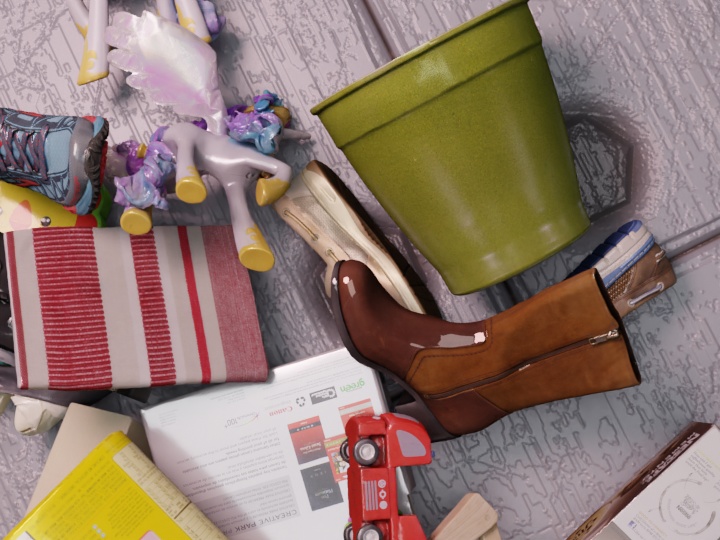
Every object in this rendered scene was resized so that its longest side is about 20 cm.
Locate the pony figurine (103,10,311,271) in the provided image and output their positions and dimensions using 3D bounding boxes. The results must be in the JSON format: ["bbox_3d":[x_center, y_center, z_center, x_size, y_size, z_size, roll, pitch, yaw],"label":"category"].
[{"bbox_3d":[-0.138,-0.099,1.143,0.192,0.201,0.167,16,125,-8],"label":"pony figurine"}]

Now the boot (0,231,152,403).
[{"bbox_3d":[-0.246,0.004,1.159,0.199,0.066,0.166,22,58,-10],"label":"boot"}]

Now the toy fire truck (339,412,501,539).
[{"bbox_3d":[0.059,0.212,1.091,0.140,0.049,0.202,-1,83,-16],"label":"toy fire truck"}]

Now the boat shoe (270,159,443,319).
[{"bbox_3d":[0.000,0.000,1.184,0.065,0.072,0.200,-40,80,10],"label":"boat shoe"}]

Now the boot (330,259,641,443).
[{"bbox_3d":[0.094,0.043,1.077,0.199,0.069,0.189,-21,109,28],"label":"boot"}]

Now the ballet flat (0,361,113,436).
[{"bbox_3d":[-0.301,0.106,1.200,0.198,0.073,0.074,7,85,12],"label":"ballet flat"}]

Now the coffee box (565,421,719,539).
[{"bbox_3d":[0.231,0.217,1.117,0.200,0.113,0.080,-43,83,1],"label":"coffee box"}]

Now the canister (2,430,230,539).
[{"bbox_3d":[-0.165,0.241,1.063,0.200,0.087,0.149,45,69,2],"label":"canister"}]

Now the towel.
[{"bbox_3d":[-0.180,0.029,1.114,0.199,0.023,0.145,-1,59,-23],"label":"towel"}]

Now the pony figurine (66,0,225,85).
[{"bbox_3d":[-0.192,-0.282,1.193,0.192,0.167,0.201,-16,99,9],"label":"pony figurine"}]

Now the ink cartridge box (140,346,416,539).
[{"bbox_3d":[-0.061,0.170,1.163,0.199,0.084,0.177,-16,85,4],"label":"ink cartridge box"}]

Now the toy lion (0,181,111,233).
[{"bbox_3d":[-0.324,-0.030,1.223,0.198,0.069,0.193,6,78,4],"label":"toy lion"}]

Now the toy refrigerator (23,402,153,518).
[{"bbox_3d":[-0.238,0.219,1.147,0.069,0.076,0.201,10,68,22],"label":"toy refrigerator"}]

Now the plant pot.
[{"bbox_3d":[0.091,-0.091,1.133,0.199,0.200,0.194,-28,94,2],"label":"plant pot"}]

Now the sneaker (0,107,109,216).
[{"bbox_3d":[-0.267,-0.091,1.114,0.095,0.200,0.080,7,91,-31],"label":"sneaker"}]

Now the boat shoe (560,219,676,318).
[{"bbox_3d":[0.180,0.049,1.159,0.200,0.072,0.072,-42,93,6],"label":"boat shoe"}]
